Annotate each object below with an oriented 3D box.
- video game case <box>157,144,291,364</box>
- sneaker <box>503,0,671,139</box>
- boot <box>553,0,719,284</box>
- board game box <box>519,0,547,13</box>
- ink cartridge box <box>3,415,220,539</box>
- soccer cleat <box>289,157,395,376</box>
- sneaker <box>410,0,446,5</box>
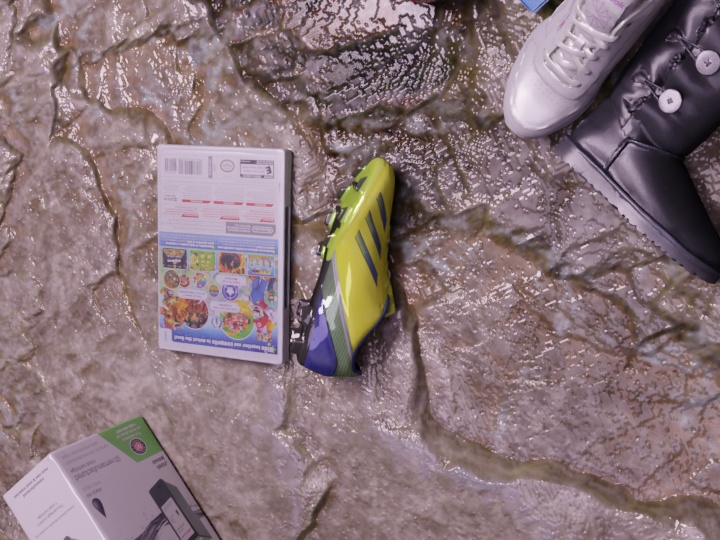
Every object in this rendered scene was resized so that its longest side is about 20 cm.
[{"bbox_3d":[-0.133,-0.017,0.949,0.142,0.018,0.203,5,99,23],"label":"video game case"},{"bbox_3d":[0.171,-0.186,0.745,0.075,0.099,0.201,42,113,11],"label":"sneaker"},{"bbox_3d":[0.268,-0.115,0.736,0.165,0.066,0.200,44,107,11],"label":"boot"},{"bbox_3d":[0.106,-0.303,0.717,0.200,0.037,0.151,43,148,-9],"label":"board game box"},{"bbox_3d":[-0.225,0.261,0.958,0.084,0.145,0.201,-39,81,22],"label":"ink cartridge box"},{"bbox_3d":[0.000,0.000,0.879,0.083,0.065,0.202,18,101,-10],"label":"soccer cleat"},{"bbox_3d":[-0.011,-0.293,0.807,0.201,0.108,0.067,42,111,14],"label":"sneaker"}]
